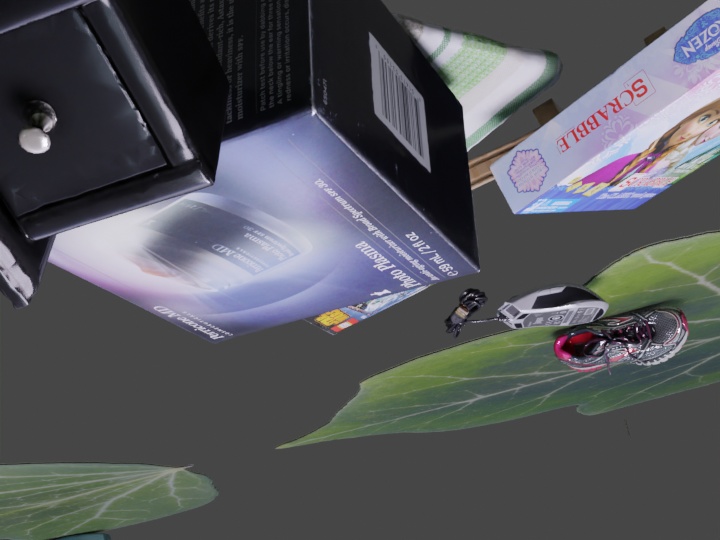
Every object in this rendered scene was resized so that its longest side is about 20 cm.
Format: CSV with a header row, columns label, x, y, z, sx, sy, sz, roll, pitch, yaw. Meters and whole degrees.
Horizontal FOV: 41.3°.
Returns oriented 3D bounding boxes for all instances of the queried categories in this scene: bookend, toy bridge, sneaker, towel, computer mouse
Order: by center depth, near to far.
label,x,y,z,sx,sy,sz,roll,pitch,yaw
bookend,-0.084,-0.110,0.338,0.196,0.093,0.201,-15,130,11
towel,0.016,-0.119,0.626,0.198,0.031,0.149,5,153,-35
toy bridge,0.140,-0.104,0.681,0.199,0.027,0.067,-30,171,17
computer mouse,0.205,0.042,1.178,0.197,0.044,0.110,-4,156,-4
sneaker,0.381,0.105,1.401,0.198,0.082,0.074,-21,157,26

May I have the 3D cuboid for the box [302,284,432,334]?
label,x,y,z,sx,sy,sz,roll,pitch,yaw
box,0.000,0.000,0.875,0.136,0.040,0.200,-27,163,7

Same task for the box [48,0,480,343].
label,x,y,z,sx,sy,sz,roll,pitch,yaw
box,-0.061,-0.059,0.537,0.196,0.125,0.200,-15,152,25

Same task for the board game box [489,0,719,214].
label,x,y,z,sx,sy,sz,roll,pitch,yaw
board game box,0.218,-0.108,0.649,0.199,0.042,0.199,-37,161,36

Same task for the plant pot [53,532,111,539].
label,x,y,z,sx,sy,sz,roll,pitch,yaw
plant pot,-0.794,0.812,2.665,0.197,0.143,0.142,-17,162,-6
